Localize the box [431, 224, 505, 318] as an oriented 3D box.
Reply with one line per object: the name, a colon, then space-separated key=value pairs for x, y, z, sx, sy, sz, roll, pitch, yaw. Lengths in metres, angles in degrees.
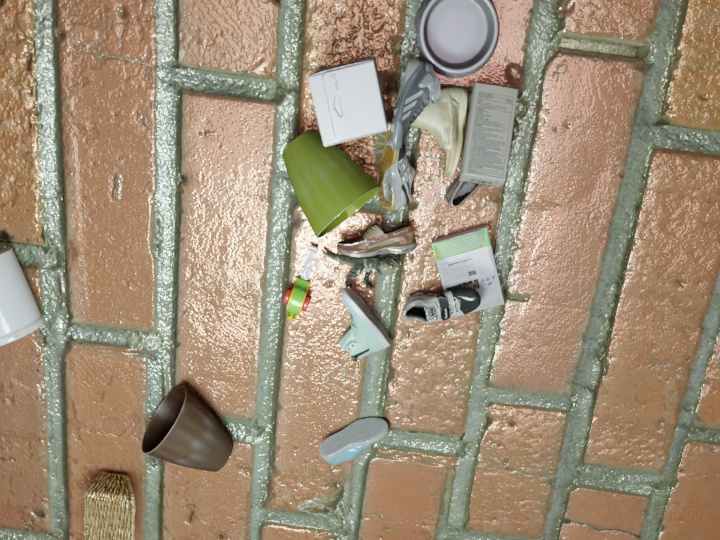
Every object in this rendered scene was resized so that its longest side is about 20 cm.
box: x=0.265 y=0.004 z=1.704 sx=0.141 sy=0.036 sz=0.205 roll=-14 pitch=108 yaw=7

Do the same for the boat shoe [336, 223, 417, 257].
boat shoe: x=0.038 y=-0.077 z=1.671 sx=0.194 sy=0.076 sz=0.074 roll=-6 pitch=105 yaw=-5

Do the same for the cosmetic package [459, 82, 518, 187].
cosmetic package: x=0.283 y=-0.298 z=1.540 sx=0.100 sy=0.087 sz=0.206 roll=10 pitch=88 yaw=3

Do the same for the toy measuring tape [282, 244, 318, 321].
toy measuring tape: x=-0.146 y=0.039 z=1.714 sx=0.072 sy=0.074 sz=0.204 roll=19 pitch=108 yaw=-4

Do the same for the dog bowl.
dog bowl: x=0.213 y=-0.527 z=1.519 sx=0.194 sy=0.059 sz=0.206 roll=0 pitch=108 yaw=1

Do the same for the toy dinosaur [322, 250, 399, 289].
toy dinosaur: x=0.000 y=0.000 z=1.711 sx=0.194 sy=0.048 sz=0.091 roll=6 pitch=105 yaw=6

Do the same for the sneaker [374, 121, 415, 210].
sneaker: x=0.085 y=-0.246 z=1.611 sx=0.086 sy=0.075 sz=0.205 roll=-17 pitch=117 yaw=-37

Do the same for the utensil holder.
utensil holder: x=-0.897 y=0.066 z=1.705 sx=0.165 sy=0.170 sz=0.205 roll=-13 pitch=106 yaw=7

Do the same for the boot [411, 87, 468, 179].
boot: x=0.160 y=-0.318 z=1.582 sx=0.151 sy=0.073 sz=0.206 roll=5 pitch=107 yaw=0

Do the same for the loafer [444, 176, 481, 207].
loafer: x=0.273 y=-0.225 z=1.612 sx=0.071 sy=0.063 sz=0.201 roll=35 pitch=106 yaw=-10

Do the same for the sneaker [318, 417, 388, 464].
sneaker: x=-0.012 y=0.460 z=1.858 sx=0.195 sy=0.075 sz=0.083 roll=-21 pitch=137 yaw=4

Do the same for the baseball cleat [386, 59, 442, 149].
baseball cleat: x=0.121 y=-0.357 z=1.504 sx=0.103 sy=0.070 sz=0.206 roll=11 pitch=88 yaw=3

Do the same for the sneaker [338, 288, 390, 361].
sneaker: x=-0.020 y=0.143 z=1.727 sx=0.116 sy=0.074 sz=0.202 roll=-29 pitch=119 yaw=12

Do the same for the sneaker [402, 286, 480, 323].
sneaker: x=0.194 y=0.093 z=1.679 sx=0.195 sy=0.089 sz=0.076 roll=-11 pitch=107 yaw=24

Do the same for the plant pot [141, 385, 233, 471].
plant pot: x=-0.436 y=0.437 z=1.815 sx=0.199 sy=0.188 sz=0.187 roll=38 pitch=107 yaw=-25

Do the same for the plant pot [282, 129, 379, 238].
plant pot: x=-0.086 y=-0.213 z=1.588 sx=0.186 sy=0.187 sz=0.202 roll=-38 pitch=88 yaw=14

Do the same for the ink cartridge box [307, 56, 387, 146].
ink cartridge box: x=-0.023 y=-0.371 z=1.505 sx=0.142 sy=0.201 sz=0.150 roll=-12 pitch=108 yaw=6

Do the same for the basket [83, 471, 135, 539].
basket: x=-0.663 y=0.668 z=1.902 sx=0.145 sy=0.143 sz=0.206 roll=5 pitch=103 yaw=4
